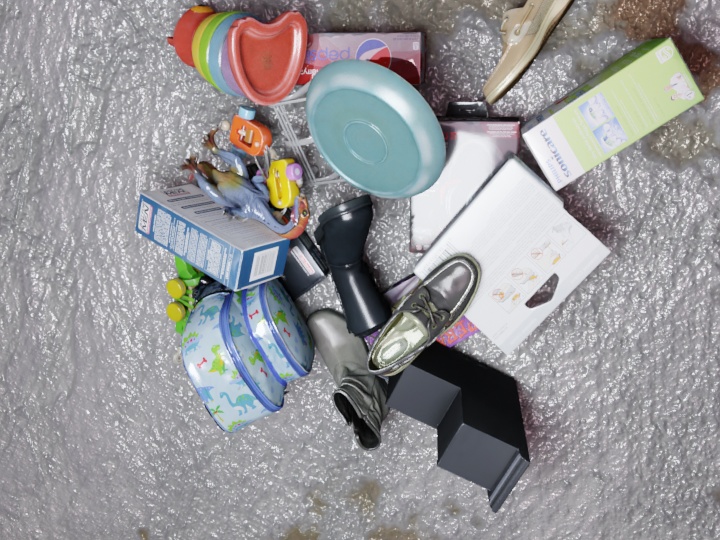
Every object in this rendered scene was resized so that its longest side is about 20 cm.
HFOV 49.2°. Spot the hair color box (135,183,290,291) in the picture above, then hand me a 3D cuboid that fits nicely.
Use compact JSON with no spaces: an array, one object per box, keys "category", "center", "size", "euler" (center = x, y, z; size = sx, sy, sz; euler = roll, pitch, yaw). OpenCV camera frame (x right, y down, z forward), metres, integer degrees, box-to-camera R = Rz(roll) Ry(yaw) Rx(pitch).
[{"category":"hair color box","center":[-0.202,-0.049,1.069],"size":[0.198,0.099,0.062],"euler":[29,116,27]}]

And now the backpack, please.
[{"category":"backpack","center":[-0.154,0.103,1.081],"size":[0.145,0.201,0.185],"euler":[-24,111,14]}]

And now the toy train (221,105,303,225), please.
[{"category":"toy train","center":[-0.140,-0.119,1.105],"size":[0.149,0.055,0.204],"euler":[27,116,29]}]

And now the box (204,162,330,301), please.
[{"category":"box","center":[-0.162,-0.032,1.177],"size":[0.158,0.046,0.202],"euler":[-34,95,17]}]

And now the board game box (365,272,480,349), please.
[{"category":"board game box","center":[0.097,0.063,1.162],"size":[0.198,0.032,0.121],"euler":[-31,101,17]}]

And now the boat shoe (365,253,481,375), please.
[{"category":"boat shoe","center":[0.080,0.064,1.019],"size":[0.072,0.066,0.201],"euler":[44,105,6]}]

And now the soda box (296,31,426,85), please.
[{"category":"soda box","center":[-0.010,-0.288,1.071],"size":[0.196,0.063,0.072],"euler":[3,106,11]}]

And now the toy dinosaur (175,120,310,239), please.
[{"category":"toy dinosaur","center":[-0.147,-0.110,1.053],"size":[0.181,0.200,0.105],"euler":[43,86,-5]}]

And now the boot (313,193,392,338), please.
[{"category":"boot","center":[0.000,0.000,1.071],"size":[0.075,0.200,0.171],"euler":[-21,84,-15]}]

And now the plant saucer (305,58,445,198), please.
[{"category":"plant saucer","center":[0.011,-0.163,0.967],"size":[0.197,0.028,0.202],"euler":[23,143,18]}]

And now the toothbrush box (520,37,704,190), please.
[{"category":"toothbrush box","center":[0.307,-0.198,0.988],"size":[0.198,0.146,0.087],"euler":[-34,97,18]}]

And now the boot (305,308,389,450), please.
[{"category":"boot","center":[-0.019,0.155,1.153],"size":[0.067,0.131,0.202],"euler":[-34,96,17]}]

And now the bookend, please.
[{"category":"bookend","center":[0.118,0.197,1.084],"size":[0.196,0.201,0.093],"euler":[25,114,-7]}]

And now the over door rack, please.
[{"category":"over door rack","center":[-0.020,-0.184,1.052],"size":[0.197,0.067,0.149],"euler":[7,137,37]}]

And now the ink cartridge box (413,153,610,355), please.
[{"category":"ink cartridge box","center":[0.196,-0.019,1.033],"size":[0.173,0.044,0.201],"euler":[41,110,-3]}]

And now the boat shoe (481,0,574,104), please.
[{"category":"boat shoe","center":[0.213,-0.312,1.022],"size":[0.064,0.071,0.202],"euler":[35,98,5]}]

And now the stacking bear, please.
[{"category":"stacking bear","center":[-0.178,-0.298,1.050],"size":[0.198,0.120,0.116],"euler":[28,127,39]}]

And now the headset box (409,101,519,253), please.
[{"category":"headset box","center":[0.142,-0.127,1.076],"size":[0.145,0.075,0.204],"euler":[3,105,11]}]

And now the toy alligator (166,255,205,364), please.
[{"category":"toy alligator","center":[-0.260,0.064,1.211],"size":[0.053,0.059,0.204],"euler":[17,118,21]}]
